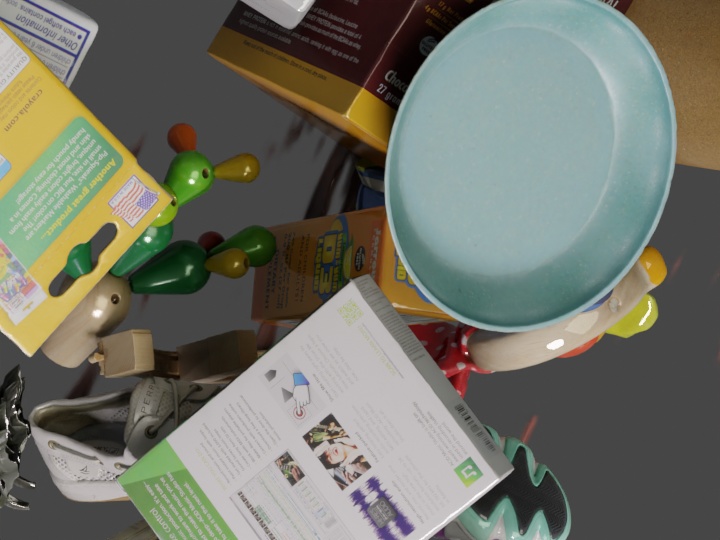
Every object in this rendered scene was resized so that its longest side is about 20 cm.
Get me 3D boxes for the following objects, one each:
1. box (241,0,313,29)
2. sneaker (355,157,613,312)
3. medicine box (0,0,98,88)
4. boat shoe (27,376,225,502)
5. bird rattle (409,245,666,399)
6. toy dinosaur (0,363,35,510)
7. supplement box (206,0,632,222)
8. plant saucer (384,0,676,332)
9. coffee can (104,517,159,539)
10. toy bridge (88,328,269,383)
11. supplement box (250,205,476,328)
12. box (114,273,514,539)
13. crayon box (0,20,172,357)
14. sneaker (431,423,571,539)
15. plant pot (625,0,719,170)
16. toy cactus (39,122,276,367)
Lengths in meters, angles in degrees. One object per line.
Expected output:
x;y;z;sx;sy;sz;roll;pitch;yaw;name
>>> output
-0.067;-0.275;1.510;0.199;0.131;0.200;32;90;-3;box
0.077;-0.010;1.688;0.074;0.199;0.083;-13;122;-48;sneaker
-0.283;-0.099;1.508;0.182;0.103;0.201;26;93;-32;medicine box
-0.120;0.099;1.612;0.069;0.199;0.071;56;37;-37;boat shoe
0.112;0.022;1.735;0.199;0.163;0.113;-26;98;-29;bird rattle
-0.271;0.108;1.602;0.135;0.102;0.201;-9;126;0;toy dinosaur
0.045;-0.167;1.607;0.133;0.197;0.201;32;88;-32;supplement box
0.092;-0.065;1.525;0.199;0.036;0.201;-9;108;-28;plant saucer
-0.124;0.231;1.672;0.199;0.146;0.147;-29;117;-18;coffee can
-0.093;0.057;1.676;0.199;0.067;0.027;3;77;-44;toy bridge
0.000;0.000;1.628;0.068;0.200;0.067;9;82;-26;supplement box
-0.029;0.119;1.534;0.200;0.036;0.145;-39;82;19;box
-0.216;-0.064;1.465;0.126;0.052;0.200;-48;121;-7;crayon box
0.032;0.152;1.748;0.199;0.140;0.078;25;55;-5;sneaker
0.283;-0.139;1.743;0.185;0.200;0.188;-9;110;-27;plant pot
-0.151;-0.017;1.620;0.199;0.102;0.165;7;127;-49;toy cactus
